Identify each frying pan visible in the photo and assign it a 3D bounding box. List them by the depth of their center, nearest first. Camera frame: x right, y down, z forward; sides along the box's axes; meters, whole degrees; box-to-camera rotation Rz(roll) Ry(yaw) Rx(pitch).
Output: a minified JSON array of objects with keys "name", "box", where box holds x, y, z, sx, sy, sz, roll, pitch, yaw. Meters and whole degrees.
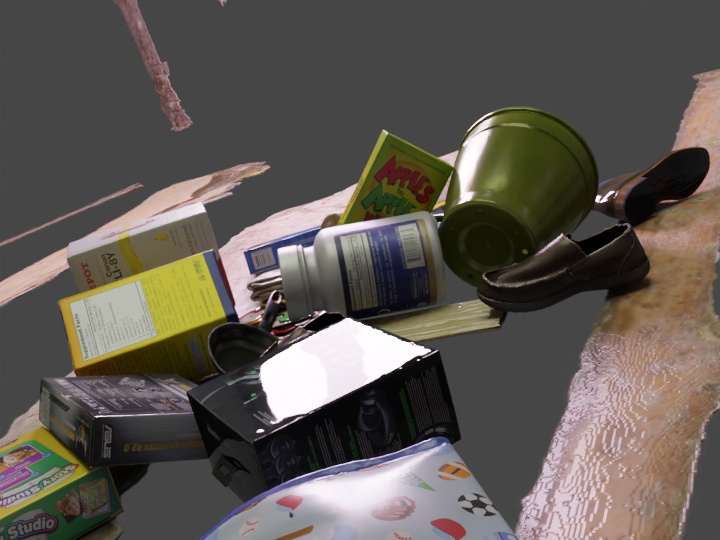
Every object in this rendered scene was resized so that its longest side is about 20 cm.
[{"name":"frying pan","box":[-0.130,0.080,1.086,0.114,0.031,0.191,15,30,-27]}]

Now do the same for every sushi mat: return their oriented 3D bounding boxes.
[{"name":"sushi mat","box":[0.078,0.064,1.122,0.198,0.012,0.096,-11,15,17]}]

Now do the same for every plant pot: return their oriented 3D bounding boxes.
[{"name":"plant pot","box":[0.188,-0.078,1.214,0.199,0.202,0.193,-6,29,32]}]

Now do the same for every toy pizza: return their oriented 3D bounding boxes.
[{"name":"toy pizza","box":[-0.095,0.059,1.272,0.198,0.032,0.200,-15,16,4]}]

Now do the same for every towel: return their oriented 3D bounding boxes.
[{"name":"towel","box":[-0.092,0.005,1.393,0.131,0.035,0.200,-15,4,3]}]

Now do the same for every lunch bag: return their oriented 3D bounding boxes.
[{"name":"lunch bag","box":[-0.011,0.200,0.541,0.198,0.125,0.170,-11,15,-11]}]

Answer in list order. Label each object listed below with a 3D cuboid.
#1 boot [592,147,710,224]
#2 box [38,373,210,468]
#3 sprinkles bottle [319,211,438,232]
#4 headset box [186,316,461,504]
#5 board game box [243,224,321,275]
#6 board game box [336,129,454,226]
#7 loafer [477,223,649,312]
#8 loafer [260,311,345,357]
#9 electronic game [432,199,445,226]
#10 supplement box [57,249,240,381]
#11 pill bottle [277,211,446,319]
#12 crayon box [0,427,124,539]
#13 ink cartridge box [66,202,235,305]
[{"name":"boot","box":[0.408,-0.130,1.348,0.199,0.075,0.097,-27,22,-28]},{"name":"box","box":[-0.226,0.148,0.962,0.157,0.049,0.199,3,4,-33]},{"name":"sprinkles bottle","box":[0.029,-0.056,1.377,0.068,0.069,0.199,-1,4,42]},{"name":"headset box","box":[-0.043,0.133,0.849,0.199,0.094,0.174,-24,18,-24]},{"name":"board game box","box":[-0.089,-0.045,1.538,0.198,0.044,0.199,-17,3,-4]},{"name":"board game box","box":[0.032,-0.072,1.255,0.101,0.201,0.048,25,11,-10]},{"name":"loafer","box":[0.226,-0.010,1.074,0.198,0.072,0.073,-15,22,-2]},{"name":"loafer","box":[-0.070,0.093,1.010,0.073,0.072,0.200,28,27,9]},{"name":"electronic game","box":[0.173,-0.095,1.520,0.198,0.042,0.200,-15,15,4]},{"name":"supplement box","box":[-0.252,0.076,1.156,0.198,0.110,0.109,-19,54,-11]},{"name":"pill bottle","box":[0.000,0.000,1.182,0.198,0.121,0.120,-10,15,-3]},{"name":"crayon box","box":[-0.352,0.231,0.886,0.199,0.059,0.172,-25,20,-34]},{"name":"ink cartridge box","box":[-0.291,0.008,1.313,0.198,0.147,0.083,-19,17,-9]}]
